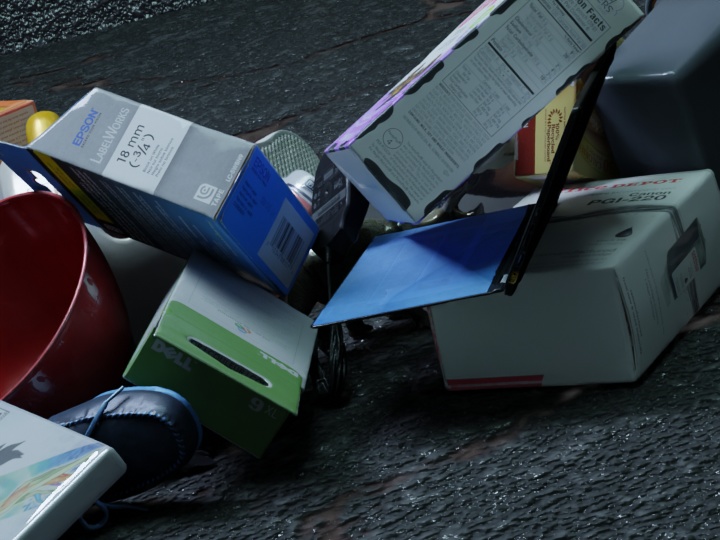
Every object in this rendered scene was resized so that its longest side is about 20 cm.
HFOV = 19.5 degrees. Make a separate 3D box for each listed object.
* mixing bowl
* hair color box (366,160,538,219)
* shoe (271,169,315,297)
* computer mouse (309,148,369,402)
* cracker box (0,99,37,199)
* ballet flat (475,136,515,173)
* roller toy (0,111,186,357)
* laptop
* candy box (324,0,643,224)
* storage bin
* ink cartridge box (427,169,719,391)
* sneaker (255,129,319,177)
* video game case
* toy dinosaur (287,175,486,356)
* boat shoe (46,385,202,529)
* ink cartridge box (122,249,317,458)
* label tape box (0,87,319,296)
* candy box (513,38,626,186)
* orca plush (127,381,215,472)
[{"bbox_3d":[-0.236,0.056,1.486,0.200,0.108,0.201,-25,43,26],"label":"mixing bowl"},{"bbox_3d":[0.086,-0.067,1.687,0.199,0.111,0.064,-13,17,6],"label":"hair color box"},{"bbox_3d":[-0.076,-0.024,1.754,0.091,0.071,0.200,-47,4,-12],"label":"shoe"},{"bbox_3d":[-0.011,0.000,1.479,0.034,0.201,0.059,15,-26,-26],"label":"computer mouse"},{"bbox_3d":[-0.306,-0.041,1.781,0.058,0.201,0.134,-29,21,-38],"label":"cracker box"},{"bbox_3d":[0.100,-0.115,1.575,0.076,0.064,0.200,-38,12,39],"label":"ballet flat"},{"bbox_3d":[-0.205,-0.022,1.644,0.139,0.201,0.183,-18,19,-4],"label":"roller toy"},{"bbox_3d":[0.071,-0.059,1.368,0.115,0.201,0.187,22,23,5],"label":"laptop"},{"bbox_3d":[0.077,-0.123,1.394,0.200,0.072,0.168,-43,5,-4],"label":"candy box"},{"bbox_3d":[0.261,-0.102,1.531,0.145,0.201,0.134,2,33,44],"label":"storage bin"},{"bbox_3d":[0.153,0.004,1.433,0.145,0.085,0.200,-5,17,30],"label":"ink cartridge box"},{"bbox_3d":[-0.103,-0.071,1.933,0.104,0.076,0.200,-33,-7,21],"label":"sneaker"},{"bbox_3d":[-0.250,0.162,1.239,0.200,0.022,0.182,-44,27,-20],"label":"video game case"},{"bbox_3d":[0.000,0.000,1.548,0.199,0.103,0.077,-16,15,-10],"label":"toy dinosaur"},{"bbox_3d":[-0.188,0.133,1.334,0.199,0.084,0.069,-25,10,31],"label":"boat shoe"},{"bbox_3d":[-0.090,0.060,1.364,0.059,0.104,0.200,-57,6,14],"label":"ink cartridge box"},{"bbox_3d":[-0.145,-0.062,1.461,0.199,0.144,0.063,20,75,24],"label":"label tape box"},{"bbox_3d":[0.190,-0.111,1.589,0.055,0.116,0.200,-2,-9,35],"label":"candy box"},{"bbox_3d":[-0.141,0.078,1.464,0.105,0.071,0.200,-12,16,10],"label":"orca plush"}]
